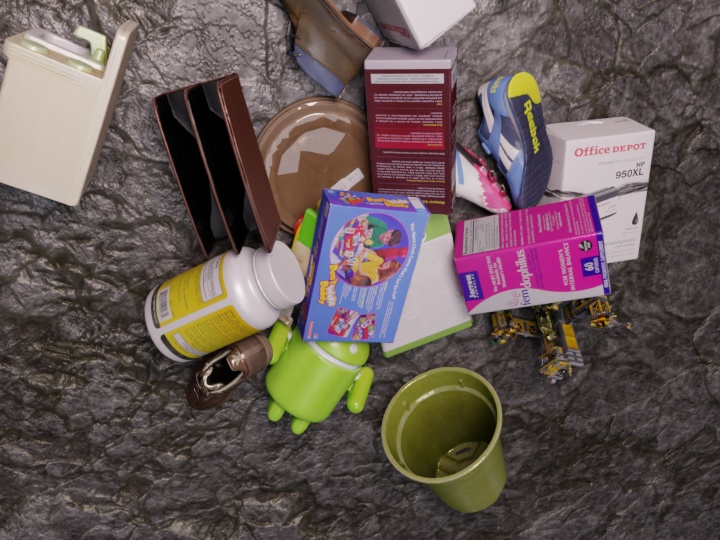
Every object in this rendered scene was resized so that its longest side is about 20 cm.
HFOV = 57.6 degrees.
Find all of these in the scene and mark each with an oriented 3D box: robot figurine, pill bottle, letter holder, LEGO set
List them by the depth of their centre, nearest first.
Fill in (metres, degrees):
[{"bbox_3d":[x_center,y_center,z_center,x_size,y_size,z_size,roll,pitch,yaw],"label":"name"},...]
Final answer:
[{"bbox_3d":[-0.173,-0.119,0.791,0.099,0.143,0.203,-14,111,2],"label":"letter holder"},{"bbox_3d":[-0.176,0.038,0.867,0.197,0.113,0.113,-23,120,20],"label":"pill bottle"},{"bbox_3d":[-0.064,0.140,0.973,0.174,0.116,0.201,32,103,-12],"label":"robot figurine"},{"bbox_3d":[0.302,0.096,1.013,0.152,0.118,0.200,17,140,-30],"label":"LEGO set"}]

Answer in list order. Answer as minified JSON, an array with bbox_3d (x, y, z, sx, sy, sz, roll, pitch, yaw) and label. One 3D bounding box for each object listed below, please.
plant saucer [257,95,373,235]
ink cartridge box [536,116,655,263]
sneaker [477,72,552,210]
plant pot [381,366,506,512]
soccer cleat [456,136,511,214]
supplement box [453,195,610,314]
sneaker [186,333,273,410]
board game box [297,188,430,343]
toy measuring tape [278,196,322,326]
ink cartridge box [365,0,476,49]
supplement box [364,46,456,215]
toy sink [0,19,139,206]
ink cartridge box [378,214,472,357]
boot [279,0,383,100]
[{"bbox_3d":[-0.052,-0.134,0.901,0.196,0.030,0.204,-6,115,-13],"label":"plant saucer"},{"bbox_3d":[0.344,-0.115,0.982,0.142,0.084,0.203,-8,116,-10],"label":"ink cartridge box"},{"bbox_3d":[0.215,-0.180,0.925,0.074,0.082,0.203,-34,123,-30],"label":"sneaker"},{"bbox_3d":[0.156,0.296,1.077,0.198,0.201,0.185,-29,130,0],"label":"plant pot"},{"bbox_3d":[0.132,-0.138,0.934,0.086,0.070,0.199,-39,117,23],"label":"soccer cleat"},{"bbox_3d":[0.237,-0.020,0.918,0.196,0.104,0.102,-10,123,19],"label":"supplement box"},{"bbox_3d":[-0.207,0.148,0.926,0.199,0.075,0.071,-40,77,35],"label":"sneaker"},{"bbox_3d":[0.000,0.000,0.858,0.132,0.045,0.203,3,120,-19],"label":"board game box"},{"bbox_3d":[-0.065,-0.015,0.904,0.072,0.074,0.203,9,121,-18],"label":"toy measuring tape"},{"bbox_3d":[0.033,-0.369,0.748,0.083,0.145,0.201,-34,118,1],"label":"ink cartridge box"},{"bbox_3d":[0.068,-0.175,0.835,0.107,0.061,0.203,5,123,14],"label":"supplement box"},{"bbox_3d":[-0.337,-0.200,0.738,0.110,0.131,0.202,19,109,-21],"label":"toy sink"},{"bbox_3d":[0.072,0.007,0.973,0.145,0.076,0.203,-19,116,-5],"label":"ink cartridge box"},{"bbox_3d":[-0.072,-0.295,0.796,0.198,0.075,0.098,27,102,-26],"label":"boot"}]
